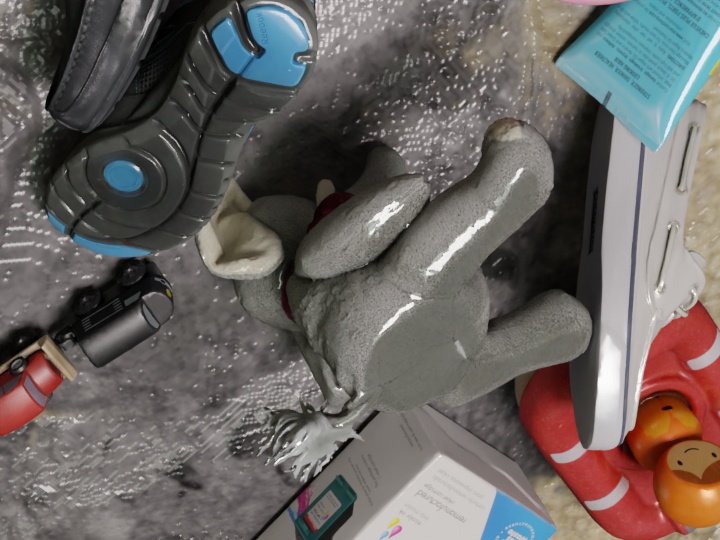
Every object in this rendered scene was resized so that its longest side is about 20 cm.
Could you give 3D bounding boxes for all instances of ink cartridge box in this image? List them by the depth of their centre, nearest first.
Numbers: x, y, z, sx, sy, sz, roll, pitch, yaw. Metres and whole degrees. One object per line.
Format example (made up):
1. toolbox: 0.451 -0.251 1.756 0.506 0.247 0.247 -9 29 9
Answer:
1. ink cartridge box: 0.005 0.182 1.154 0.116 0.067 0.200 34 105 -36

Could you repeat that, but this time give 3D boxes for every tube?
1. tube: 0.192 -0.162 1.004 0.200 0.077 0.050 -50 150 10

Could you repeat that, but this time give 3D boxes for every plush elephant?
1. plush elephant: 0.000 0.000 0.988 0.200 0.155 0.165 -37 138 -6

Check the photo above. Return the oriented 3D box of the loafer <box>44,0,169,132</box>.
1. loafer: -0.115 -0.160 0.876 0.070 0.068 0.201 14 113 -18

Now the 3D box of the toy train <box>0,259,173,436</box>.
1. toy train: -0.183 0.063 1.007 0.200 0.046 0.034 -34 129 1

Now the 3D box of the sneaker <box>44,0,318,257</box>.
1. sneaker: -0.082 -0.080 0.936 0.073 0.082 0.200 34 127 -22

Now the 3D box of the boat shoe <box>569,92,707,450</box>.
1. boat shoe: 0.155 -0.001 1.042 0.065 0.072 0.201 7 79 -5

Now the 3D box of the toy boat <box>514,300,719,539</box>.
1. toy boat: 0.181 0.100 1.133 0.130 0.131 0.200 -37 129 3

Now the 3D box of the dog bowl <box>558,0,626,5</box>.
1. dog bowl: 0.115 -0.218 0.928 0.199 0.074 0.201 -12 126 -17
